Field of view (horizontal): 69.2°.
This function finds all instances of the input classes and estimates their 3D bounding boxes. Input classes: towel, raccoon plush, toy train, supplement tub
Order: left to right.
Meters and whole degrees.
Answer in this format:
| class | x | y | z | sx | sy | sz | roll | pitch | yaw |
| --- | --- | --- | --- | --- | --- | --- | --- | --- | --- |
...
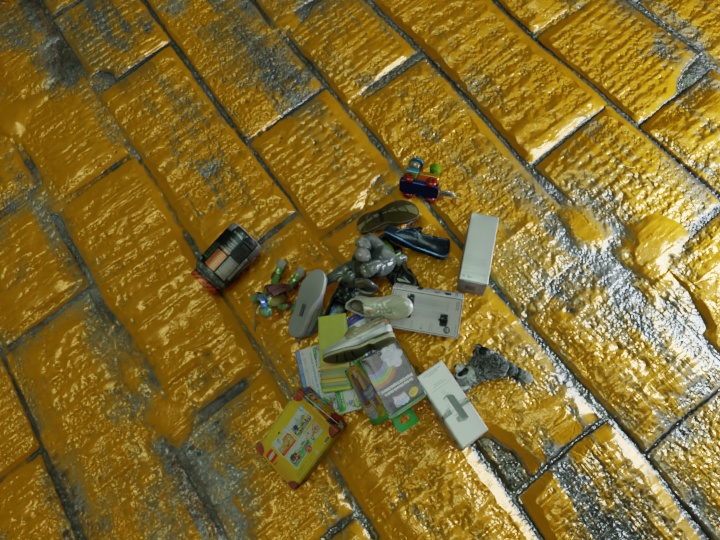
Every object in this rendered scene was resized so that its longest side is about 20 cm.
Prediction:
| class | x | y | z | sx | sy | sz | roll | pitch | yaw |
| --- | --- | --- | --- | --- | --- | --- | --- | --- | --- |
| supplement tub | -0.401 | -0.032 | 1.551 | 0.122 | 0.123 | 0.201 | 39 | 80 | 18 |
| towel | -0.069 | 0.221 | 1.402 | 0.084 | 0.018 | 0.205 | -8 | 74 | 11 |
| toy train | 0.224 | -0.274 | 1.583 | 0.196 | 0.085 | 0.117 | 14 | 60 | 12 |
| raccoon plush | 0.339 | 0.286 | 1.366 | 0.197 | 0.097 | 0.136 | 28 | 84 | 15 |

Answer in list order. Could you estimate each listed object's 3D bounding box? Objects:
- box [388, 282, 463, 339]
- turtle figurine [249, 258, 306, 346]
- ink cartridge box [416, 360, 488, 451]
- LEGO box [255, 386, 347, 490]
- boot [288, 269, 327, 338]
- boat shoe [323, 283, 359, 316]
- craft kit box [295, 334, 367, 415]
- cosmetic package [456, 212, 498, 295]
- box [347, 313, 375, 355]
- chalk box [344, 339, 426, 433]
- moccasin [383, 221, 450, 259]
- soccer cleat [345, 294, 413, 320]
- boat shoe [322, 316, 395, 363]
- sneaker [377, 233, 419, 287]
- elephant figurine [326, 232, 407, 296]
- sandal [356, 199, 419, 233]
| class | x | y | z | sx | sy | sz | roll | pitch | yaw |
| --- | --- | --- | --- | --- | --- | --- | --- | --- | --- |
| box | 0.179 | 0.109 | 1.435 | 0.195 | 0.060 | 0.119 | 8 | 102 | 10 |
| turtle figurine | -0.239 | 0.082 | 1.518 | 0.141 | 0.202 | 0.196 | 1 | 48 | 30 |
| ink cartridge box | 0.228 | 0.346 | 1.326 | 0.083 | 0.145 | 0.202 | -31 | 70 | -5 |
| LEGO box | -0.153 | 0.432 | 1.351 | 0.148 | 0.077 | 0.201 | 39 | 99 | 18 |
| boot | -0.134 | 0.093 | 1.466 | 0.073 | 0.095 | 0.203 | 28 | 97 | 22 |
| boat shoe | -0.054 | 0.090 | 1.498 | 0.067 | 0.057 | 0.203 | 19 | 73 | 13 |
| craft kit box | -0.065 | 0.288 | 1.414 | 0.194 | 0.048 | 0.204 | -20 | 72 | 16 |
| cosmetic package | 0.328 | -0.046 | 1.470 | 0.083 | 0.108 | 0.204 | 12 | 74 | 11 |
| box | 0.022 | 0.217 | 1.455 | 0.118 | 0.042 | 0.202 | -29 | 68 | -2 |
| chalk box | 0.071 | 0.302 | 1.305 | 0.123 | 0.124 | 0.203 | -22 | 78 | -28 |
| moccasin | 0.167 | -0.095 | 1.530 | 0.196 | 0.080 | 0.069 | 22 | 84 | 0 |
| soccer cleat | 0.049 | 0.101 | 1.399 | 0.197 | 0.077 | 0.071 | 0 | 96 | 39 |
| boat shoe | -0.010 | 0.183 | 1.364 | 0.196 | 0.075 | 0.069 | -18 | 59 | -6 |
| sneaker | 0.100 | -0.019 | 1.501 | 0.070 | 0.083 | 0.202 | -27 | 70 | -14 |
| elephant figurine | 0.000 | 0.000 | 1.457 | 0.155 | 0.201 | 0.141 | 43 | 44 | 5 |
| sandal | 0.085 | -0.154 | 1.572 | 0.196 | 0.054 | 0.082 | -17 | 63 | 17 |
